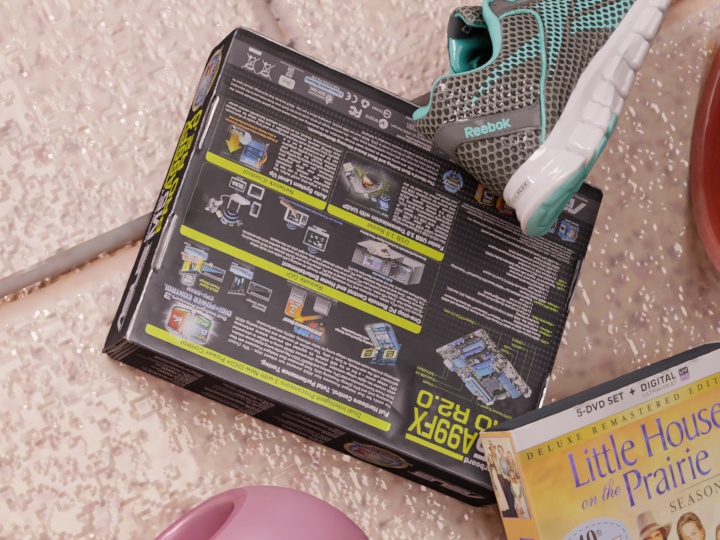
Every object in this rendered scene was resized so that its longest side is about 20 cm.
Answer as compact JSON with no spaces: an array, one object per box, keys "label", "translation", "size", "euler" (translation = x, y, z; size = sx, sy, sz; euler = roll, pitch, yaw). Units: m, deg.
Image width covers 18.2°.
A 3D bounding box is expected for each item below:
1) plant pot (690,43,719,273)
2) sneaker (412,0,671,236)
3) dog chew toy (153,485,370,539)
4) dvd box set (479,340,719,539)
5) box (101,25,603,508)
[{"label":"plant pot","translation":[0.300,-0.057,1.100],"size":[0.194,0.201,0.202],"euler":[18,73,-25]},{"label":"sneaker","translation":[0.087,-0.107,1.061],"size":[0.091,0.078,0.200],"euler":[31,42,-1]},{"label":"dog chew toy","translation":[-0.017,0.191,0.961],"size":[0.124,0.124,0.200],"euler":[-41,103,-23]},{"label":"dvd box set","translation":[0.144,0.148,1.050],"size":[0.146,0.029,0.201],"euler":[-17,95,-31]},{"label":"box","translation":[0.000,0.000,1.044],"size":[0.199,0.044,0.161],"euler":[23,73,-15]}]
